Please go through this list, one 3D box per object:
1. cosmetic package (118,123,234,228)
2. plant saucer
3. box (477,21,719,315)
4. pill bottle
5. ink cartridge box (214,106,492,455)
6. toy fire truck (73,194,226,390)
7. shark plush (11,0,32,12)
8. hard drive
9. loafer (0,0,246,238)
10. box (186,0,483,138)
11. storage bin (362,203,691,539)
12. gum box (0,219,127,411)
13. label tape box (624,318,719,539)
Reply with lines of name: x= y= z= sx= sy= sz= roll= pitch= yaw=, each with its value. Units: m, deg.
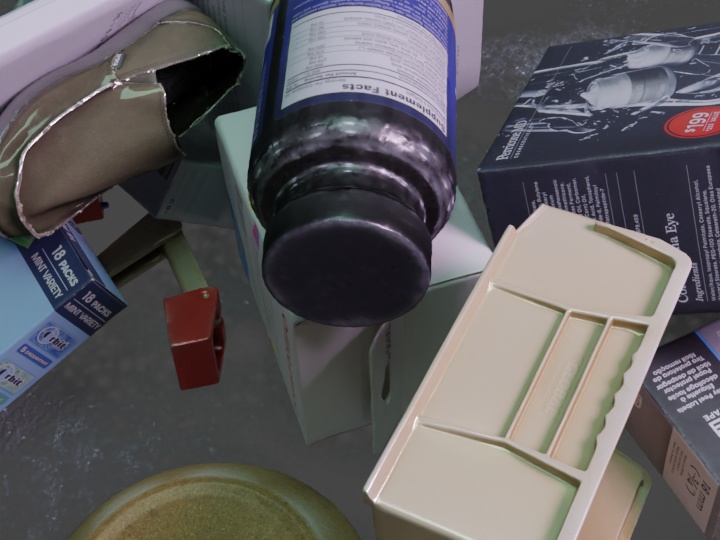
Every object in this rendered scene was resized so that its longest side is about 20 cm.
cosmetic package: x=-0.167 y=-0.103 z=0.906 sx=0.200 sy=0.051 sz=0.082 roll=39 pitch=20 yaw=31
plant saucer: x=-0.088 y=0.184 z=0.699 sx=0.199 sy=0.035 sz=0.201 roll=-2 pitch=50 yaw=3
box: x=0.187 y=-0.065 z=0.752 sx=0.182 sy=0.104 sz=0.200 roll=-5 pitch=27 yaw=24
pill bottle: x=-0.003 y=-0.074 z=0.691 sx=0.111 sy=0.112 sz=0.200 roll=0 pitch=51 yaw=4
ink cartridge box: x=0.000 y=0.000 z=0.785 sx=0.125 sy=0.129 sz=0.200 roll=-16 pitch=52 yaw=-10
toy fire truck: x=-0.168 y=-0.007 z=0.853 sx=0.141 sy=0.049 sz=0.200 roll=-9 pitch=50 yaw=-4
shark plush: x=-0.262 y=-0.186 z=1.020 sx=0.083 sy=0.091 sz=0.200 roll=12 pitch=72 yaw=41
hard drive: x=-0.195 y=-0.122 z=0.761 sx=0.027 sy=0.132 sz=0.200 roll=48 pitch=46 yaw=0
loafer: x=-0.142 y=-0.091 z=0.754 sx=0.070 sy=0.075 sz=0.200 roll=23 pitch=58 yaw=30
box: x=-0.024 y=-0.185 z=0.892 sx=0.199 sy=0.200 sz=0.131 roll=-37 pitch=58 yaw=-24
storage bin: x=0.090 y=0.105 z=0.647 sx=0.093 sy=0.200 sz=0.199 roll=18 pitch=54 yaw=21
gum box: x=-0.266 y=0.022 z=0.795 sx=0.200 sy=0.045 sz=0.170 roll=-40 pitch=56 yaw=1
label tape box: x=0.261 y=0.112 z=0.717 sx=0.144 sy=0.063 sz=0.200 roll=-22 pitch=52 yaw=-14
